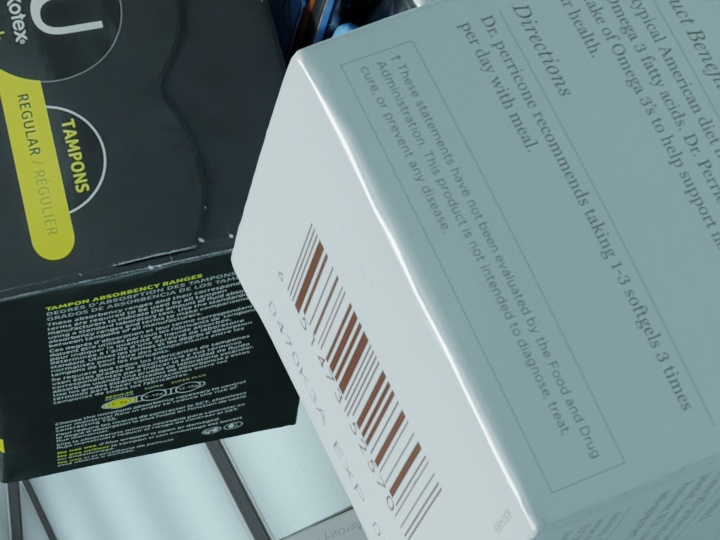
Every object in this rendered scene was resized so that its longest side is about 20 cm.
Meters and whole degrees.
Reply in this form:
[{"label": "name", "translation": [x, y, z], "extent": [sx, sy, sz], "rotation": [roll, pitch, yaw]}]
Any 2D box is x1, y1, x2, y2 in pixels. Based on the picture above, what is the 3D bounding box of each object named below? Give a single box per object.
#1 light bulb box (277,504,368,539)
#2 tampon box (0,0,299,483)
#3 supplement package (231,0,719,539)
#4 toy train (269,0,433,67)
[{"label": "light bulb box", "translation": [-0.021, 0.230, 1.176], "extent": [0.125, 0.198, 0.200], "rotation": [51, 154, 40]}, {"label": "tampon box", "translation": [-0.096, -0.028, 0.967], "extent": [0.200, 0.126, 0.150], "rotation": [102, 154, -66]}, {"label": "supplement package", "translation": [0.088, -0.009, 0.583], "extent": [0.117, 0.199, 0.117], "rotation": [64, 161, 17]}, {"label": "toy train", "translation": [0.005, -0.080, 0.951], "extent": [0.200, 0.086, 0.115], "rotation": [112, 141, -65]}]
